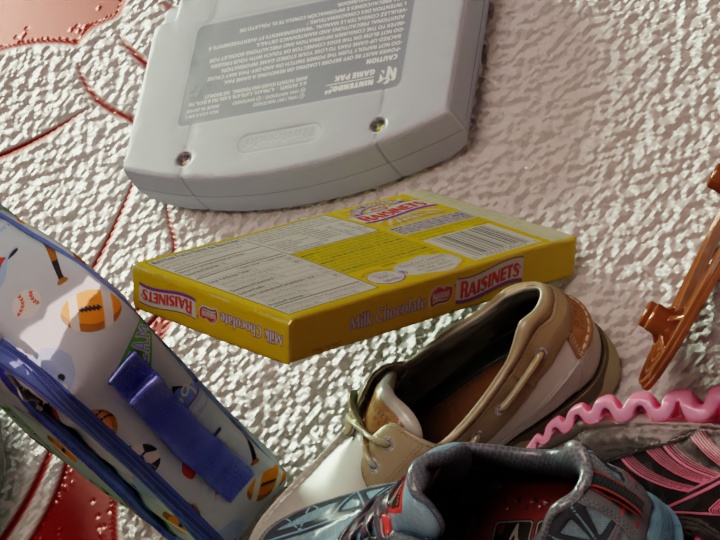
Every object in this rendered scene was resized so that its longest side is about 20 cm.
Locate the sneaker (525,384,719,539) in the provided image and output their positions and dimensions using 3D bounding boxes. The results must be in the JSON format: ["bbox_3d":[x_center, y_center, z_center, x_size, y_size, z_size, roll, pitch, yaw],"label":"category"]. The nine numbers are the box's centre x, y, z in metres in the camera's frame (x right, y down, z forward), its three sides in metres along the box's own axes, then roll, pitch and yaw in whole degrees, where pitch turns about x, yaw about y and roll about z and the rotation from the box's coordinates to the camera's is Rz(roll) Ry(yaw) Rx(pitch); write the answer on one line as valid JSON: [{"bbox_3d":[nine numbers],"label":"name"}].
[{"bbox_3d":[0.156,0.099,1.276,0.199,0.079,0.096,-11,73,32],"label":"sneaker"}]

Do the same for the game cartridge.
[{"bbox_3d":[-0.027,-0.097,1.557,0.199,0.041,0.134,-8,51,29],"label":"game cartridge"}]

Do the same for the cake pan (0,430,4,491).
[{"bbox_3d":[-0.267,0.118,1.554,0.199,0.037,0.201,-17,51,22],"label":"cake pan"}]

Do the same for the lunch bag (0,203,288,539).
[{"bbox_3d":[-0.127,0.052,1.396,0.076,0.200,0.160,-50,46,-8],"label":"lunch bag"}]

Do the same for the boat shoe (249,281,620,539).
[{"bbox_3d":[0.023,0.075,1.373,0.200,0.068,0.075,-39,45,3],"label":"boat shoe"}]

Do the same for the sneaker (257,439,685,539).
[{"bbox_3d":[0.033,0.103,1.259,0.199,0.096,0.080,-10,51,27],"label":"sneaker"}]

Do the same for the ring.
[{"bbox_3d":[0.165,-0.040,1.296,0.019,0.201,0.201,28,72,4],"label":"ring"}]

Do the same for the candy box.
[{"bbox_3d":[0.000,0.000,1.381,0.102,0.199,0.027,16,112,41],"label":"candy box"}]
